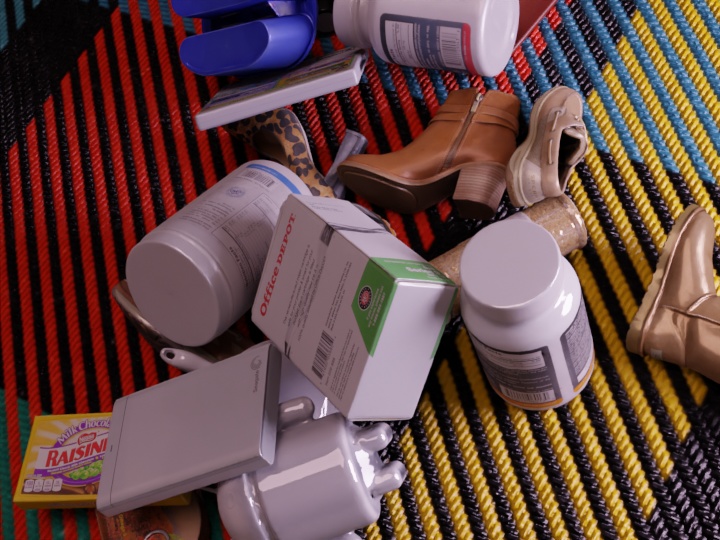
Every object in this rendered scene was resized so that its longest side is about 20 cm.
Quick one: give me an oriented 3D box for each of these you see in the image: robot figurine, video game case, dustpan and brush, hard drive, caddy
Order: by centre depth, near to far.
[{"bbox_3d":[-0.056,0.212,1.172,0.198,0.113,0.171,-20,82,6],"label":"robot figurine"},{"bbox_3d":[-0.171,0.159,1.189,0.198,0.027,0.133,-21,44,23],"label":"hard drive"},{"bbox_3d":[-0.115,0.118,1.258,0.198,0.057,0.141,22,73,-12],"label":"dustpan and brush"},{"bbox_3d":[-0.090,-0.225,1.451,0.198,0.022,0.182,-15,18,10],"label":"video game case"},{"bbox_3d":[-0.141,-0.314,1.483,0.198,0.104,0.143,-2,100,39],"label":"caddy"}]

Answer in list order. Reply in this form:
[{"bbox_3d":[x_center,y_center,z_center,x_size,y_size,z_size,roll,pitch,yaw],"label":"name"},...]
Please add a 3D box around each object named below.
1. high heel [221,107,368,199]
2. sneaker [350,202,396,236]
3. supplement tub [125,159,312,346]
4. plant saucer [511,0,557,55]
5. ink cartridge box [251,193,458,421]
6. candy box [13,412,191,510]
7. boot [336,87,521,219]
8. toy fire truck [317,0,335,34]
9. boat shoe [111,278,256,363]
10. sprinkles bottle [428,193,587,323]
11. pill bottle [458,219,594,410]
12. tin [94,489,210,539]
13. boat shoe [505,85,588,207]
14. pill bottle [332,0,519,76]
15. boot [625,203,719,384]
[{"bbox_3d":[-0.103,-0.119,1.423,0.198,0.072,0.144,15,66,22],"label":"high heel"},{"bbox_3d":[0.000,0.000,1.296,0.078,0.077,0.201,-41,49,25],"label":"sneaker"},{"bbox_3d":[-0.144,-0.023,1.297,0.131,0.133,0.200,17,39,27],"label":"supplement tub"},{"bbox_3d":[0.147,-0.335,1.491,0.199,0.037,0.200,31,73,32],"label":"plant saucer"},{"bbox_3d":[-0.012,0.031,1.161,0.200,0.083,0.147,41,118,47],"label":"ink cartridge box"},{"bbox_3d":[-0.266,0.199,1.264,0.197,0.027,0.103,-5,53,16],"label":"candy box"},{"bbox_3d":[0.083,-0.147,1.369,0.198,0.077,0.157,7,64,20],"label":"boot"},{"bbox_3d":[-0.063,-0.414,1.512,0.174,0.201,0.130,-12,56,12],"label":"toy fire truck"},{"bbox_3d":[-0.196,0.063,1.345,0.199,0.076,0.072,33,70,23],"label":"boat shoe"},{"bbox_3d":[0.139,-0.010,1.255,0.198,0.069,0.068,-28,54,-10],"label":"sprinkles bottle"},{"bbox_3d":[0.159,0.044,1.149,0.115,0.201,0.118,-8,56,13],"label":"pill bottle"},{"bbox_3d":[-0.223,0.240,1.260,0.111,0.042,0.201,-27,54,6],"label":"tin"},{"bbox_3d":[0.217,-0.136,1.295,0.064,0.072,0.201,-4,37,31],"label":"boat shoe"},{"bbox_3d":[0.075,-0.298,1.398,0.198,0.120,0.121,13,64,25],"label":"pill bottle"},{"bbox_3d":[0.381,0.042,1.160,0.198,0.066,0.177,20,80,29],"label":"boot"}]
